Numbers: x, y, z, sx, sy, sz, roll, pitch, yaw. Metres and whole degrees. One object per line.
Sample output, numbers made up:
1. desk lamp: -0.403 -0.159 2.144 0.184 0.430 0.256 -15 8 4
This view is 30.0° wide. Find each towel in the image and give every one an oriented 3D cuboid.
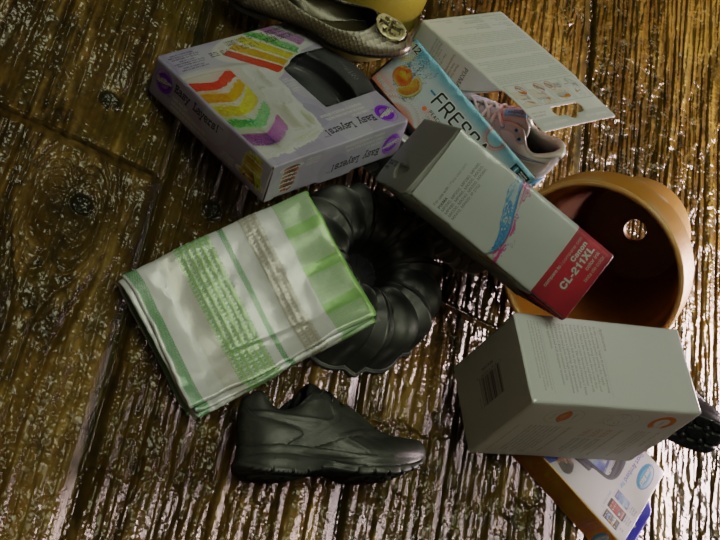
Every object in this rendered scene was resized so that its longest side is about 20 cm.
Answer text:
1. towel: -0.102 0.027 1.231 0.200 0.031 0.149 -27 84 -16

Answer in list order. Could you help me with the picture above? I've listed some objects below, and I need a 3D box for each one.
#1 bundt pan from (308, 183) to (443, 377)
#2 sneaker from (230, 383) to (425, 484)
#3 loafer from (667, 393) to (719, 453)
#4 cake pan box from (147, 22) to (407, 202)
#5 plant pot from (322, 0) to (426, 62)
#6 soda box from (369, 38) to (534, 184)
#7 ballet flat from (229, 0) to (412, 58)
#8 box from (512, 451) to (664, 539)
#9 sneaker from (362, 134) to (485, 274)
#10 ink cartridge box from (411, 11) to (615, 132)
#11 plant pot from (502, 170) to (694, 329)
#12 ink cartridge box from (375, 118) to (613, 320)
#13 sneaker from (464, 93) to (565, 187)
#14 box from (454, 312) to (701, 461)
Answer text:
1. bundt pan: 0.000 0.000 1.336 0.202 0.076 0.202 15 60 -28
2. sneaker: -0.025 0.151 1.236 0.200 0.076 0.091 9 69 -33
3. loafer: 0.315 0.142 1.498 0.200 0.068 0.070 25 18 -14
4. cake pan box: -0.078 -0.164 1.339 0.200 0.052 0.184 -23 59 -40
5. plant pot: 0.010 -0.351 1.477 0.200 0.142 0.200 16 60 -29
6. soda box: 0.097 -0.152 1.454 0.068 0.064 0.200 -40 92 -1
7. ballet flat: -0.039 -0.271 1.399 0.200 0.046 0.067 19 38 -1
8. box: 0.240 0.202 1.424 0.200 0.041 0.119 46 49 -4
9. sneaker: 0.078 -0.085 1.429 0.200 0.075 0.082 51 17 -1
10. ink cartridge box: 0.172 -0.216 1.529 0.160 0.047 0.200 -17 57 -48
11. plant pot: 0.279 -0.023 1.480 0.200 0.200 0.183 55 32 1
12. ink cartridge box: 0.127 -0.053 1.309 0.200 0.146 0.083 38 91 -16
13. sneaker: 0.147 -0.170 1.518 0.200 0.087 0.075 27 57 -20
14. box: 0.214 0.119 1.339 0.200 0.124 0.098 7 57 -26
